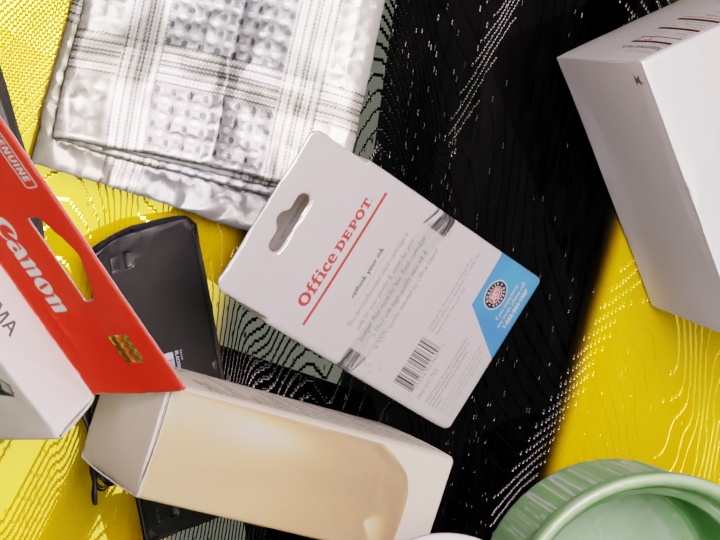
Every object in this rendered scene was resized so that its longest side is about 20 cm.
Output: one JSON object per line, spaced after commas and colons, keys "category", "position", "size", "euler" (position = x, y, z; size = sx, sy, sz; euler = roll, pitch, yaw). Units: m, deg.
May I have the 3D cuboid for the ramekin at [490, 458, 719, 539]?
{"category": "ramekin", "position": [0.175, 0.221, 1.259], "size": [0.200, 0.098, 0.200], "euler": [-2, 98, -14]}

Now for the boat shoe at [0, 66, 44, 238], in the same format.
{"category": "boat shoe", "position": [-0.233, -0.062, 1.127], "size": [0.065, 0.074, 0.202], "euler": [-14, 102, -1]}

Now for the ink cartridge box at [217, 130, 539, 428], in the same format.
{"category": "ink cartridge box", "position": [0.000, 0.000, 1.171], "size": [0.200, 0.068, 0.116], "euler": [33, 88, -34]}

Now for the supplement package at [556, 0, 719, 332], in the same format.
{"category": "supplement package", "position": [0.268, -0.089, 1.214], "size": [0.200, 0.147, 0.191], "euler": [-24, 103, -10]}

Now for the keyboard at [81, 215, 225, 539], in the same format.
{"category": "keyboard", "position": [-0.138, 0.070, 1.195], "size": [0.104, 0.040, 0.200], "euler": [-16, 104, -32]}

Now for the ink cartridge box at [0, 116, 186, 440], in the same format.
{"category": "ink cartridge box", "position": [-0.214, 0.010, 1.068], "size": [0.044, 0.174, 0.200], "euler": [-50, 120, -35]}

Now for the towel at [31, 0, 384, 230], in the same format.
{"category": "towel", "position": [-0.088, -0.132, 1.173], "size": [0.192, 0.035, 0.200], "euler": [14, 95, -17]}

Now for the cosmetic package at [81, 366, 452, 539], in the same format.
{"category": "cosmetic package", "position": [-0.057, 0.114, 1.160], "size": [0.200, 0.105, 0.071], "euler": [17, 91, -28]}

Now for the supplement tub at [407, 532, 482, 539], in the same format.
{"category": "supplement tub", "position": [0.036, 0.259, 1.170], "size": [0.122, 0.200, 0.123], "euler": [8, 53, -10]}
